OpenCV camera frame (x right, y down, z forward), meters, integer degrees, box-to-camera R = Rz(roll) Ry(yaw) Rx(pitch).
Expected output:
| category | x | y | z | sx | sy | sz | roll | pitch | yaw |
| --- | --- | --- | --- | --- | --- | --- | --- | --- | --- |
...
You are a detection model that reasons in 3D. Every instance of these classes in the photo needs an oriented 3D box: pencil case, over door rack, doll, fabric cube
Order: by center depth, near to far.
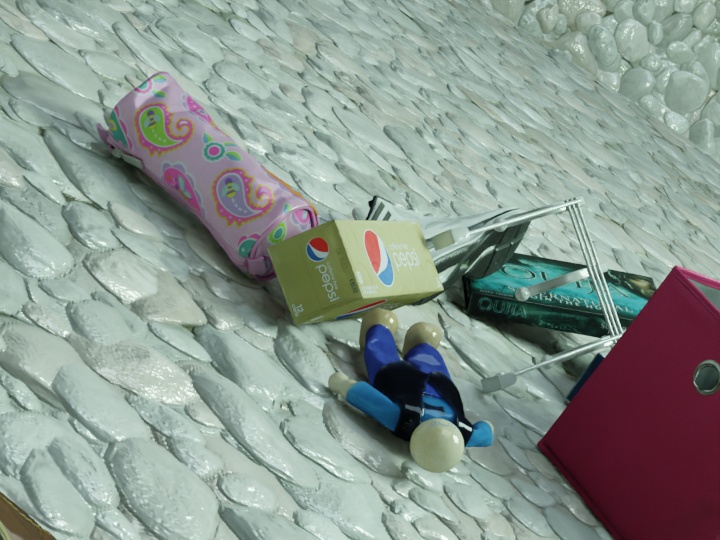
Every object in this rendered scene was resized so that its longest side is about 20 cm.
| category | x | y | z | sx | sy | sz | roll | pitch | yaw |
| --- | --- | --- | --- | --- | --- | --- | --- | --- | --- |
| doll | 0.040 | 0.097 | 1.366 | 0.136 | 0.048 | 0.200 | 17 | 21 | -17 |
| pencil case | -0.126 | -0.078 | 1.471 | 0.200 | 0.087 | 0.087 | 41 | 19 | 22 |
| fabric cube | 0.310 | 0.145 | 1.481 | 0.200 | 0.199 | 0.196 | 18 | 25 | -43 |
| over door rack | 0.148 | 0.020 | 1.605 | 0.200 | 0.067 | 0.148 | -16 | 85 | -44 |

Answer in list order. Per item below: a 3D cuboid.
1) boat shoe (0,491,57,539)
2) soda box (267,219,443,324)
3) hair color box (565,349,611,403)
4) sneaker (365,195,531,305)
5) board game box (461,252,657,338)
| category | x | y | z | sx | sy | sz | roll | pitch | yaw |
| --- | --- | --- | --- | --- | --- | --- | --- | --- | --- |
| boat shoe | -0.155 | 0.161 | 0.829 | 0.200 | 0.072 | 0.068 | 46 | 15 | 15 |
| soda box | 0.000 | 0.000 | 1.459 | 0.200 | 0.064 | 0.068 | -3 | 72 | -68 |
| hair color box | 0.281 | 0.122 | 1.711 | 0.100 | 0.061 | 0.200 | 41 | 19 | 19 |
| sneaker | 0.072 | -0.044 | 1.691 | 0.115 | 0.076 | 0.200 | 40 | 37 | 23 |
| board game box | 0.200 | 0.024 | 1.761 | 0.200 | 0.028 | 0.135 | 10 | 21 | -5 |
